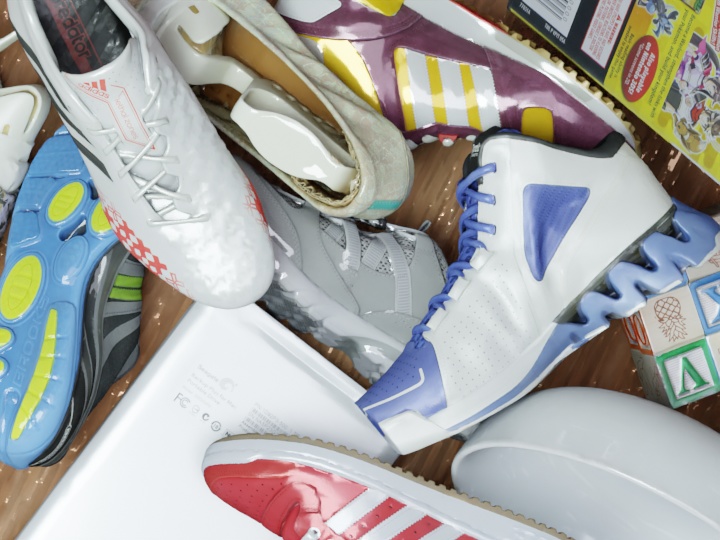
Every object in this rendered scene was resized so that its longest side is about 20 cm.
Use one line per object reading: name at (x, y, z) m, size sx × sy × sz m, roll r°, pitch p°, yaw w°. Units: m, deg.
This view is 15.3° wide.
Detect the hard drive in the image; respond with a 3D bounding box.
hard drive at (-0.082, 0.122, 1.361) m, size 0.132 × 0.026 × 0.200 m, roll 38°, pitch 86°, yaw -6°

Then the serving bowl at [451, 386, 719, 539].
serving bowl at (0.146, 0.117, 1.315) m, size 0.200 × 0.200 × 0.066 m, roll 34°, pitch 69°, yaw -7°

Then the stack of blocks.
stack of blocks at (0.236, 0.009, 1.385) m, size 0.199 × 0.059 × 0.116 m, roll -19°, pitch 94°, yaw -7°

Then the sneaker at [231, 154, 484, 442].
sneaker at (0.000, 0.000, 1.355) m, size 0.200 × 0.075 × 0.082 m, roll 39°, pitch 77°, yaw -17°

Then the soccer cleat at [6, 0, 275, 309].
soccer cleat at (-0.106, -0.069, 1.260) m, size 0.068 × 0.085 × 0.201 m, roll -30°, pitch 87°, yaw -4°

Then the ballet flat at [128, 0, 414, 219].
ballet flat at (-0.057, -0.096, 1.309) m, size 0.200 × 0.062 × 0.068 m, roll 37°, pitch 114°, yaw 16°

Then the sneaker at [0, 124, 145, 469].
sneaker at (-0.140, 0.005, 1.333) m, size 0.070 × 0.083 × 0.201 m, roll 16°, pitch 73°, yaw 14°

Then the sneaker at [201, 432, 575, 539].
sneaker at (0.005, 0.157, 1.303) m, size 0.199 × 0.071 × 0.113 m, roll 19°, pitch 68°, yaw 2°

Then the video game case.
video game case at (0.164, -0.161, 1.271) m, size 0.025 × 0.181 × 0.201 m, roll -16°, pitch 138°, yaw -40°

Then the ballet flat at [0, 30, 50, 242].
ballet flat at (-0.190, -0.098, 1.318) m, size 0.072 × 0.072 × 0.202 m, roll -12°, pitch 91°, yaw -7°

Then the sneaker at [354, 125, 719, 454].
sneaker at (0.068, -0.004, 1.305) m, size 0.199 × 0.081 × 0.115 m, roll -35°, pitch 89°, yaw -8°

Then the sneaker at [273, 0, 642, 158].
sneaker at (0.045, -0.089, 1.358) m, size 0.199 × 0.075 × 0.090 m, roll 32°, pitch 96°, yaw -1°
